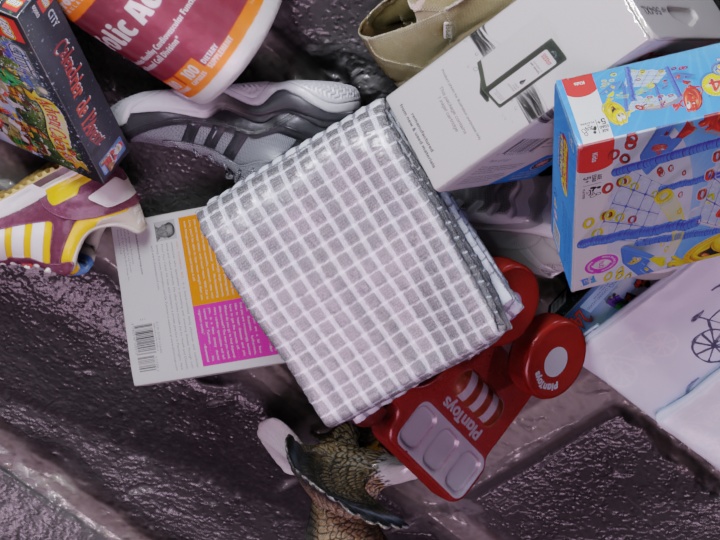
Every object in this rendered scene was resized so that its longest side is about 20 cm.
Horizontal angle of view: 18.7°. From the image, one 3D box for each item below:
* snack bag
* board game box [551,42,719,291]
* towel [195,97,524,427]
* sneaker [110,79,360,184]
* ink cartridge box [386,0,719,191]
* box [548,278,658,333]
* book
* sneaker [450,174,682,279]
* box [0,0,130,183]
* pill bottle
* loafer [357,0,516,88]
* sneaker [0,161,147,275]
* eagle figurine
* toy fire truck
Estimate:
[{"bbox_3d":[0.289,0.072,1.702,0.200,0.021,0.189,38,130,-14],"label":"snack bag"},{"bbox_3d":[0.234,-0.077,1.517,0.195,0.056,0.200,-14,151,-3],"label":"board game box"},{"bbox_3d":[0.000,0.000,1.571,0.165,0.086,0.200,-31,98,10],"label":"towel"},{"bbox_3d":[-0.096,-0.083,1.647,0.200,0.075,0.114,-2,92,15],"label":"sneaker"},{"bbox_3d":[0.142,-0.143,1.543,0.200,0.146,0.084,-35,76,30],"label":"ink cartridge box"},{"bbox_3d":[0.259,0.010,1.723,0.136,0.038,0.200,28,129,-15],"label":"box"},{"bbox_3d":[-0.096,0.013,1.724,0.200,0.048,0.134,-9,87,23],"label":"book"},{"bbox_3d":[0.160,-0.031,1.682,0.200,0.075,0.082,17,151,27],"label":"sneaker"},{"bbox_3d":[-0.258,-0.155,1.594,0.136,0.038,0.200,24,156,27],"label":"box"},{"bbox_3d":[-0.164,-0.216,1.553,0.200,0.114,0.114,32,127,-18],"label":"pill bottle"},{"bbox_3d":[0.068,-0.201,1.556,0.067,0.076,0.200,27,129,-22],"label":"loafer"},{"bbox_3d":[-0.263,-0.024,1.745,0.200,0.075,0.090,-27,100,28],"label":"sneaker"},{"bbox_3d":[-0.007,0.186,1.815,0.152,0.200,0.151,31,128,-18],"label":"eagle figurine"},{"bbox_3d":[0.067,0.071,1.691,0.112,0.168,0.200,25,165,45],"label":"toy fire truck"}]
